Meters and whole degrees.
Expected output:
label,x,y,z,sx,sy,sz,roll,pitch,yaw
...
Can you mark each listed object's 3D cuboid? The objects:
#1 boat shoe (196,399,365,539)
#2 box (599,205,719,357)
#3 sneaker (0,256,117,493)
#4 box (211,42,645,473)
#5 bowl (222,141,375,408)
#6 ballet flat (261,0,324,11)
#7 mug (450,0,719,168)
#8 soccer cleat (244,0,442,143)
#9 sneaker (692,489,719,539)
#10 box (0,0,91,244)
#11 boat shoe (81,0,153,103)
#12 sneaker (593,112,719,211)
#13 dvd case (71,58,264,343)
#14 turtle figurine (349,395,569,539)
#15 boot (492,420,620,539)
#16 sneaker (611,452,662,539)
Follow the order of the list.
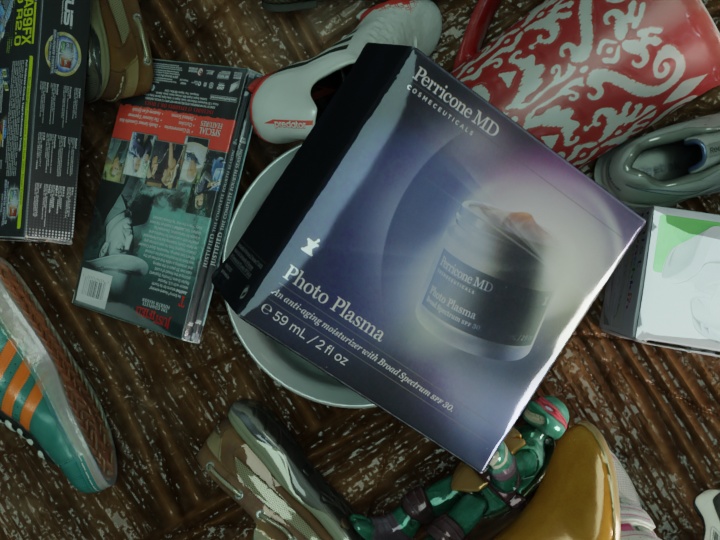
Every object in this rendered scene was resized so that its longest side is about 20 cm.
label,x,y,z,sx,sy,sz,roll,pitch,yaw
boat shoe,-0.049,0.193,1.041,0.072,0.076,0.200,-41,78,5
box,0.283,0.019,0.973,0.198,0.176,0.098,9,89,4
sneaker,-0.261,0.092,1.055,0.080,0.071,0.201,-32,82,6
box,0.041,-0.013,0.898,0.199,0.123,0.199,33,90,-17
bowl,0.000,0.000,1.030,0.199,0.090,0.203,0,88,3
ballet flat,0.015,-0.238,1.046,0.198,0.068,0.047,-7,120,7
mug,0.149,-0.150,1.028,0.199,0.178,0.134,-35,125,6
soccer cleat,0.005,-0.144,1.001,0.199,0.085,0.069,-33,123,-35
sneaker,0.256,0.262,1.029,0.087,0.076,0.202,20,85,17
box,-0.271,-0.122,1.025,0.159,0.044,0.202,2,88,42
boat shoe,-0.205,-0.220,1.059,0.073,0.075,0.202,0,72,-37
sneaker,0.277,-0.087,1.020,0.198,0.087,0.075,-18,87,1
dvd case,-0.148,-0.058,1.032,0.145,0.022,0.202,12,87,43
turtle figurine,0.087,0.139,0.999,0.101,0.150,0.200,44,86,-10
boot,0.096,0.204,0.932,0.143,0.071,0.203,0,104,-22
sneaker,0.193,0.210,0.992,0.081,0.088,0.201,-7,63,-18
